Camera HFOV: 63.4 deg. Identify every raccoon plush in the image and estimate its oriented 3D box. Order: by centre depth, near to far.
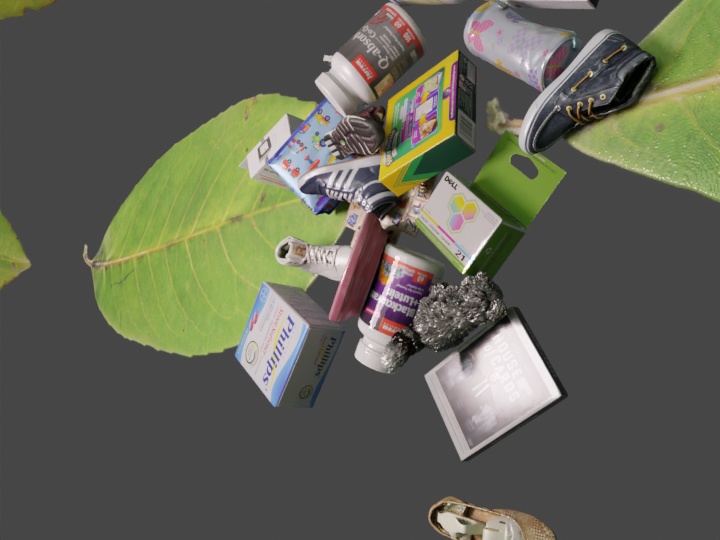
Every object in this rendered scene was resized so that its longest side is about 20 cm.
[{"bbox_3d":[0.133,0.086,0.864,0.200,0.097,0.134,-49,7,-22],"label":"raccoon plush"}]

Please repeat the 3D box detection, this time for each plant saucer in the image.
[{"bbox_3d":[0.000,0.000,1.022,0.201,0.050,0.203,21,-91,-89],"label":"plant saucer"}]

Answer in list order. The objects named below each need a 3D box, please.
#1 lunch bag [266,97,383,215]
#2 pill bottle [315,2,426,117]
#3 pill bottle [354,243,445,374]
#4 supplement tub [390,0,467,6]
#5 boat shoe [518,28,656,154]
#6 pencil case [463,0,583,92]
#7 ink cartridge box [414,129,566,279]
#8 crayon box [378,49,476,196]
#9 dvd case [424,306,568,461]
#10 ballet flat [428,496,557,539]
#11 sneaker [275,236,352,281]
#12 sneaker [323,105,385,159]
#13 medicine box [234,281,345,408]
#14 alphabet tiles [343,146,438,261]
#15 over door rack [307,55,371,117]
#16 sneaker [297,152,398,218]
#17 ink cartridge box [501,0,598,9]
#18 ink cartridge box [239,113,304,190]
[{"bbox_3d":[-0.064,-0.236,1.174,0.151,0.094,0.200,45,106,7],"label":"lunch bag"},{"bbox_3d":[0.018,-0.388,1.095,0.200,0.116,0.116,-43,49,3],"label":"pill bottle"},{"bbox_3d":[0.061,0.066,0.990,0.111,0.111,0.203,29,102,46],"label":"pill bottle"},{"bbox_3d":[0.136,-0.548,1.027,0.199,0.144,0.147,25,99,47],"label":"supplement tub"},{"bbox_3d":[0.311,-0.234,0.816,0.201,0.070,0.091,-53,44,22],"label":"boat shoe"},{"bbox_3d":[0.250,-0.350,0.904,0.091,0.083,0.200,-52,48,14],"label":"pencil case"},{"bbox_3d":[0.196,-0.111,0.911,0.201,0.075,0.148,-59,46,22],"label":"ink cartridge box"},{"bbox_3d":[0.116,-0.252,1.007,0.172,0.058,0.202,-26,45,43],"label":"crayon box"},{"bbox_3d":[0.196,0.174,0.884,0.200,0.025,0.152,-46,52,31],"label":"dvd case"},{"bbox_3d":[0.177,0.371,0.828,0.198,0.065,0.072,-10,74,45],"label":"ballet flat"},{"bbox_3d":[-0.088,-0.024,1.171,0.198,0.115,0.075,1,80,45],"label":"sneaker"},{"bbox_3d":[0.013,-0.265,1.048,0.115,0.076,0.199,-41,21,-16],"label":"sneaker"},{"bbox_3d":[-0.150,0.151,1.205,0.200,0.102,0.184,36,107,46],"label":"medicine box"},{"bbox_3d":[0.050,-0.122,1.098,0.166,0.008,0.203,26,101,34],"label":"alphabet tiles"},{"bbox_3d":[-0.041,-0.387,1.239,0.199,0.066,0.150,20,95,47],"label":"over door rack"},{"bbox_3d":[-0.022,-0.143,1.085,0.197,0.070,0.110,-11,80,16],"label":"sneaker"},{"bbox_3d":[0.294,-0.466,0.918,0.199,0.037,0.096,28,103,44],"label":"ink cartridge box"},{"bbox_3d":[-0.174,-0.251,1.316,0.199,0.115,0.068,-35,58,37],"label":"ink cartridge box"}]
